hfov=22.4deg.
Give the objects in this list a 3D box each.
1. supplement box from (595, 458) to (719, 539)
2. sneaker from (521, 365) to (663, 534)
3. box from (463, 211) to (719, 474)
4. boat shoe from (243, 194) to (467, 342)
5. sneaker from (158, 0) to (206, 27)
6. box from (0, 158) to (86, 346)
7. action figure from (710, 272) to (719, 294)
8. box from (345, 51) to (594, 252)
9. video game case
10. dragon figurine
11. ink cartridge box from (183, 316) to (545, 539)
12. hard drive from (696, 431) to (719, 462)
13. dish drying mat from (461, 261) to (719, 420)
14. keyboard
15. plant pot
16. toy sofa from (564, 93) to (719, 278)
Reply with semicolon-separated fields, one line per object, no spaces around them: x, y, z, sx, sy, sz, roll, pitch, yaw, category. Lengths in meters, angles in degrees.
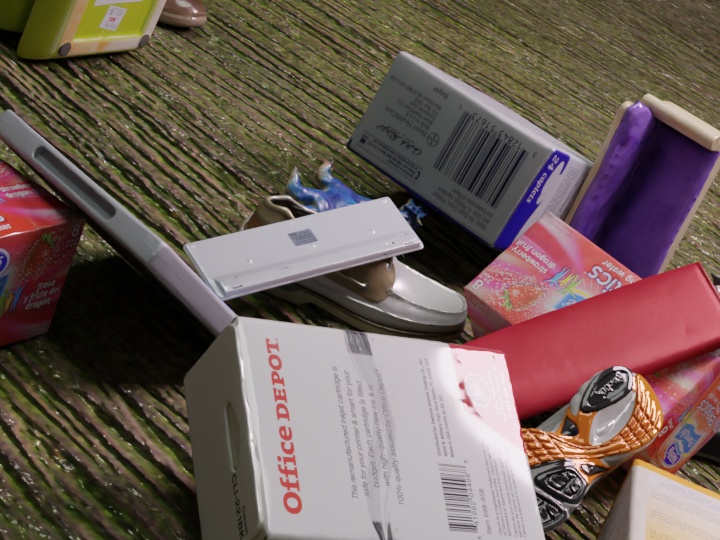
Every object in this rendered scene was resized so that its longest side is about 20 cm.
0.215;0.218;1.171;0.125;0.074;0.200;24;23;1;supplement box
0.124;0.145;1.261;0.199;0.092;0.076;-26;73;-33;sneaker
0.185;0.061;1.408;0.102;0.095;0.200;-40;55;-16;box
0.000;0.000;1.450;0.198;0.069;0.075;17;24;-14;boat shoe
-0.239;-0.327;1.927;0.199;0.076;0.070;32;24;21;sneaker
-0.283;-0.005;1.162;0.099;0.096;0.199;33;25;22;box
0.340;0.050;1.663;0.129;0.070;0.200;25;7;23;action figure
0.118;-0.094;1.658;0.183;0.106;0.199;36;10;28;box
-0.153;-0.015;1.266;0.182;0.022;0.200;39;-7;33;video game case
-0.018;-0.041;1.535;0.099;0.059;0.199;32;23;21;dragon figurine
0.000;0.119;1.108;0.198;0.084;0.146;10;55;-30;ink cartridge box
0.285;0.111;1.519;0.198;0.033;0.140;18;24;-13;hard drive
0.175;0.055;1.337;0.198;0.018;0.077;-19;52;-8;dish drying mat
-0.041;-0.019;1.391;0.199;0.011;0.056;-14;51;-37;keyboard
-0.279;-0.314;1.719;0.181;0.200;0.199;39;27;21;plant pot
0.244;-0.050;1.619;0.083;0.201;0.097;35;20;27;toy sofa
